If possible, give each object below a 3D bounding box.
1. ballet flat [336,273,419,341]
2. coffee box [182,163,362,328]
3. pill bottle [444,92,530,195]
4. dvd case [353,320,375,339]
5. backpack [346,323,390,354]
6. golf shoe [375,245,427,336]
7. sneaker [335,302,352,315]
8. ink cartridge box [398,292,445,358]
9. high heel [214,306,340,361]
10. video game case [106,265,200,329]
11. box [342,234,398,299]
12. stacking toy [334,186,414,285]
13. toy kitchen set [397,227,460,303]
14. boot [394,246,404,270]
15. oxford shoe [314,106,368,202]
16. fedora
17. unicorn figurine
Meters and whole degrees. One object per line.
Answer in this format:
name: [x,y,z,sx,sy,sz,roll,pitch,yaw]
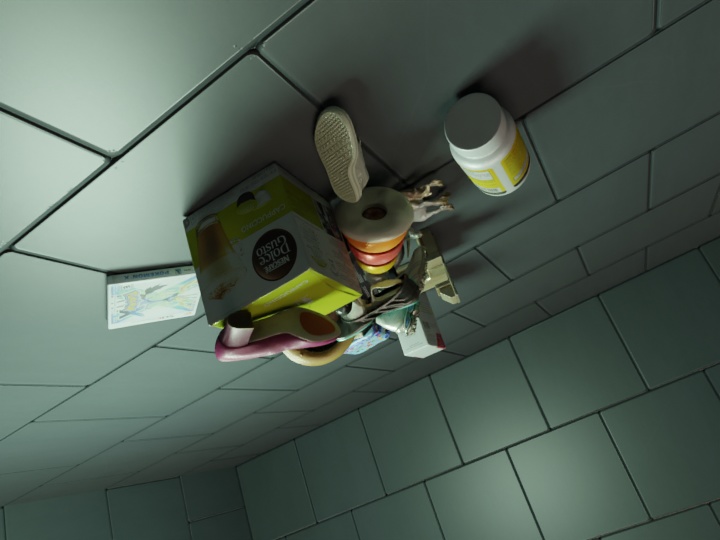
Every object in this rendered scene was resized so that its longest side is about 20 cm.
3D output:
ballet flat: [0.020,0.064,1.065,0.197,0.068,0.069,-29,117,4]
coffee box: [-0.145,-0.019,0.925,0.197,0.201,0.200,-27,157,15]
pill bottle: [0.219,-0.213,0.929,0.113,0.116,0.199,-29,157,19]
dvd case: [-0.048,0.133,1.240,0.197,0.016,0.149,-18,-168,30]
backpack: [-0.032,0.144,1.482,0.180,0.137,0.199,-28,158,19]
golf shoe: [0.087,0.032,1.129,0.095,0.203,0.079,11,152,12]
sneaker: [-0.084,0.003,1.044,0.113,0.204,0.075,-16,154,10]
ink cartridge box: [0.156,0.140,1.562,0.082,0.204,0.144,-26,158,22]
high heel: [-0.132,0.110,0.873,0.196,0.068,0.097,9,134,-24]
video game case: [-0.412,0.055,1.088,0.179,0.022,0.201,-9,154,-29]
box: [0.000,0.000,1.180,0.139,0.080,0.201,-25,136,4]
stacking toy: [0.030,-0.042,1.030,0.143,0.147,0.203,-16,135,-12]
toy kitchen set: [0.136,0.033,1.347,0.178,0.166,0.200,-23,158,6]
boot: [-0.001,-0.014,1.254,0.199,0.069,0.130,-35,148,27]
oxford shoe: [-0.025,-0.187,0.852,0.058,0.074,0.201,-58,158,-21]
fedora: [-0.097,0.092,1.126,0.197,0.205,0.082,-15,-165,-15]
unicorn figurine: [0.122,-0.124,1.119,0.135,0.075,0.200,-18,145,18]
